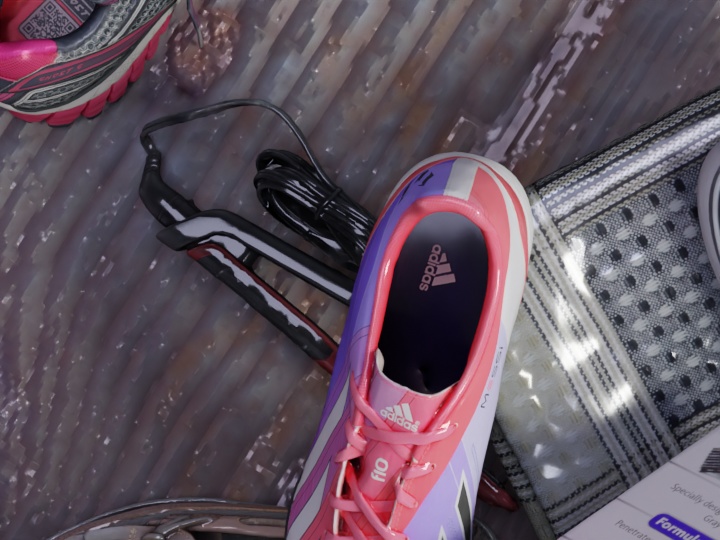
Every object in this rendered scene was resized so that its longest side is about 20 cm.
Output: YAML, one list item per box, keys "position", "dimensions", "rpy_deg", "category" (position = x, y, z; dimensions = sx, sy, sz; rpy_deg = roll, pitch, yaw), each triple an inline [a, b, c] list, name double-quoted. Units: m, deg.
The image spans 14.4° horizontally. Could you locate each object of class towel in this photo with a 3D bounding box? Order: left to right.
- position: [0.140, 0.039, 0.998]
  dimensions: [0.192, 0.035, 0.201]
  rpy_deg: [-27, 102, 2]
  category: "towel"

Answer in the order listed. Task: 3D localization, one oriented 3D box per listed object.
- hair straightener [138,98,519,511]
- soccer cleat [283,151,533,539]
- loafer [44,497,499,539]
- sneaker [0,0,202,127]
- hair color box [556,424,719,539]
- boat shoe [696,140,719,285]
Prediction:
- position: [0.000, 0.000, 1.051]
  dimensions: [0.200, 0.041, 0.077]
  rpy_deg: [38, 89, 13]
  category: "hair straightener"
- position: [0.012, 0.060, 0.949]
  dimensions: [0.068, 0.073, 0.201]
  rpy_deg: [14, 97, 7]
  category: "soccer cleat"
- position: [-0.047, 0.115, 1.025]
  dimensions: [0.199, 0.063, 0.072]
  rpy_deg: [-7, 84, 5]
  category: "loafer"
- position: [-0.070, -0.138, 1.050]
  dimensions: [0.080, 0.075, 0.200]
  rpy_deg: [36, 88, 8]
  category: "sneaker"
- position: [0.095, 0.132, 0.901]
  dimensions: [0.200, 0.065, 0.109]
  rpy_deg: [-33, 37, -25]
  category: "hair color box"
- position: [0.183, 0.038, 0.958]
  dimensions: [0.068, 0.057, 0.201]
  rpy_deg: [-33, 100, 6]
  category: "boat shoe"
